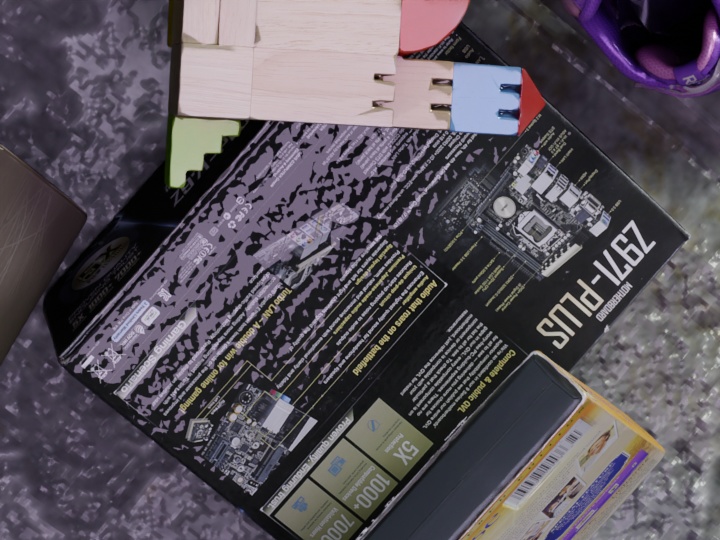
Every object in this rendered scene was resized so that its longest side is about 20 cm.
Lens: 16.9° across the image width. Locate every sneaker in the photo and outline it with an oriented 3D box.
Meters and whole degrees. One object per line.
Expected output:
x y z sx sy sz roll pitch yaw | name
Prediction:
0.133 -0.099 0.933 0.080 0.089 0.200 -30 141 30 | sneaker

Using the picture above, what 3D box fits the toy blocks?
0.005 -0.126 0.853 0.136 0.100 0.201 2 94 -9 | toy blocks

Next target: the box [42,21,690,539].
0.000 0.000 0.962 0.164 0.086 0.200 40 94 -19 | box

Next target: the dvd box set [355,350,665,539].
0.049 0.106 0.954 0.029 0.200 0.146 43 94 18 | dvd box set

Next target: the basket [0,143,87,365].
-0.204 0.026 0.894 0.200 0.180 0.136 -53 140 -4 | basket
